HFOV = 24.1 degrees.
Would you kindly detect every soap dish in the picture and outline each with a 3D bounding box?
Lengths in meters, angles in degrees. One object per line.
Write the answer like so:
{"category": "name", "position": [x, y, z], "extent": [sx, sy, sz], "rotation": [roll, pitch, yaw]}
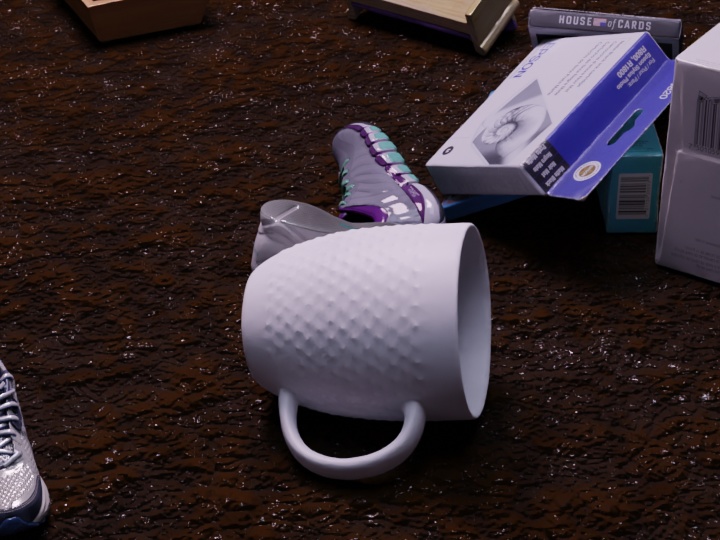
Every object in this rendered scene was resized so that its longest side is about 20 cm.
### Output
{"category": "soap dish", "position": [-0.279, -0.346, 2.011], "extent": [0.156, 0.082, 0.200], "rotation": [-15, 34, -21]}

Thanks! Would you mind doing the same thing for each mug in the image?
{"category": "mug", "position": [0.001, 0.063, 1.284], "extent": [0.173, 0.148, 0.202], "rotation": [-2, 60, 15]}

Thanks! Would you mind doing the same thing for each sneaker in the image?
{"category": "sneaker", "position": [-0.279, 0.117, 1.238], "extent": [0.076, 0.086, 0.200], "rotation": [-12, 33, -18]}
{"category": "sneaker", "position": [0.001, -0.073, 1.561], "extent": [0.087, 0.075, 0.200], "rotation": [-19, 36, -18]}
{"category": "sneaker", "position": [0.000, 0.000, 1.447], "extent": [0.198, 0.081, 0.071], "rotation": [13, 20, -14]}

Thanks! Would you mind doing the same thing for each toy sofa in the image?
{"category": "toy sofa", "position": [0.080, -0.309, 1.957], "extent": [0.198, 0.098, 0.083], "rotation": [21, 61, 31]}

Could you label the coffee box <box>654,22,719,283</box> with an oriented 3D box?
{"category": "coffee box", "position": [0.394, -0.106, 1.474], "extent": [0.198, 0.202, 0.197], "rotation": [19, 35, 30]}

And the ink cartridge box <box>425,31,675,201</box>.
{"category": "ink cartridge box", "position": [0.183, -0.144, 1.540], "extent": [0.200, 0.041, 0.199], "rotation": [-47, 28, -24]}

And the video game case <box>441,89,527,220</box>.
{"category": "video game case", "position": [0.162, -0.131, 1.612], "extent": [0.142, 0.018, 0.201], "rotation": [-18, 30, 33]}

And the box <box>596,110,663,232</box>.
{"category": "box", "position": [0.249, -0.120, 1.618], "extent": [0.048, 0.083, 0.201], "rotation": [0, 31, 0]}

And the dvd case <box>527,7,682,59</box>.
{"category": "dvd case", "position": [0.252, -0.217, 1.713], "extent": [0.148, 0.025, 0.200], "rotation": [6, -10, 12]}
